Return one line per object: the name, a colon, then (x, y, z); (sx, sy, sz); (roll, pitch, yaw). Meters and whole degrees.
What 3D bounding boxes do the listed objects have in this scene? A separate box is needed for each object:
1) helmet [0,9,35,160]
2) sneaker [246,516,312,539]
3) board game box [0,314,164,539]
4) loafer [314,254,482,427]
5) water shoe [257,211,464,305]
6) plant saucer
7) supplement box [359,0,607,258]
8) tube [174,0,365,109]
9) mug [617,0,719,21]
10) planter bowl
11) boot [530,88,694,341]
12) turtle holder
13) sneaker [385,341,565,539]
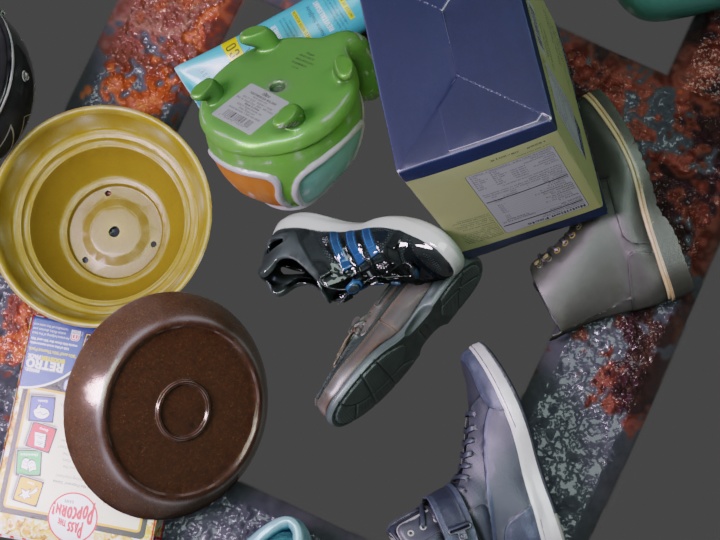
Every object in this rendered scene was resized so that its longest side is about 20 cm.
helmet: (-0.391, -0.162, 1.618); (0.190, 0.200, 0.201); (12, 79, -34)
sneaker: (-0.112, 0.289, 1.558); (0.074, 0.082, 0.200); (26, 64, 18)
board game box: (-0.239, 0.152, 1.629); (0.151, 0.046, 0.201); (11, 81, 5)
loafer: (0.025, 0.052, 1.631); (0.063, 0.072, 0.200); (37, 77, 28)
water shoe: (0.000, 0.000, 1.598); (0.200, 0.072, 0.079); (4, 55, 38)
plant saucer: (-0.159, 0.119, 1.579); (0.200, 0.034, 0.201); (-3, 96, -34)
supplement box: (0.105, -0.149, 1.552); (0.134, 0.200, 0.201); (-17, 64, 14)
tube: (-0.069, -0.207, 1.687); (0.200, 0.050, 0.078); (-32, 76, 3)
mug: (0.270, -0.303, 1.641); (0.114, 0.185, 0.152); (-13, 104, 3)
planter bowl: (-0.228, -0.041, 1.644); (0.200, 0.083, 0.201); (-1, 79, 3)
boot: (0.197, -0.049, 1.630); (0.138, 0.077, 0.200); (-23, 79, 4)
turtle holder: (-0.061, -0.140, 1.629); (0.141, 0.132, 0.186); (3, 46, 16)
sneaker: (0.082, 0.174, 1.593); (0.146, 0.077, 0.203); (-17, 81, -3)
